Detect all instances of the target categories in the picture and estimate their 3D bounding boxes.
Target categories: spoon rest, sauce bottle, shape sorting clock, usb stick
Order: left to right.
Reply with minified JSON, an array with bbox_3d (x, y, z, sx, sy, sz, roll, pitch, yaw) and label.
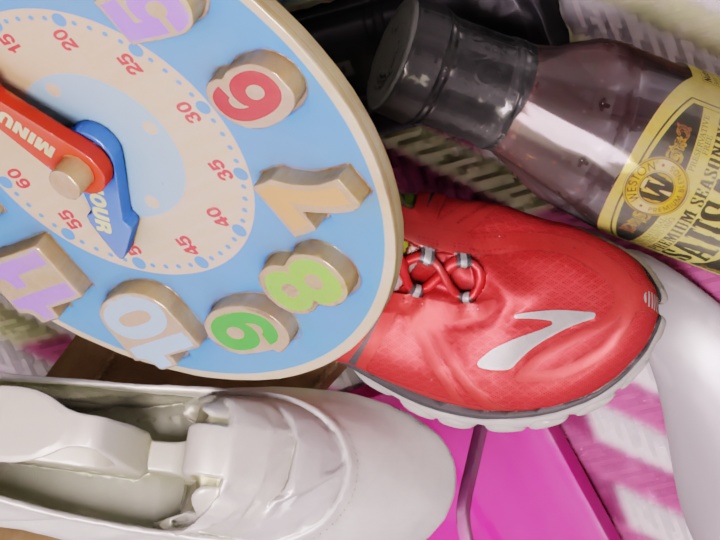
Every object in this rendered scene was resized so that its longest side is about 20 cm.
[{"bbox_3d":[-0.079,-0.038,0.884,0.200,0.039,0.200,23,145,17],"label":"shape sorting clock"},{"bbox_3d":[-0.024,-0.065,1.016,0.200,0.033,0.055,-14,125,18],"label":"usb stick"},{"bbox_3d":[0.100,-0.038,0.969,0.200,0.066,0.066,17,122,-14],"label":"sauce bottle"},{"bbox_3d":[0.139,0.058,1.050,0.099,0.061,0.200,-30,123,26],"label":"spoon rest"}]

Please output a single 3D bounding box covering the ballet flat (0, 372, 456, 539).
[{"bbox_3d":[-0.069,0.064,0.963,0.200,0.069,0.069,6,120,5],"label":"ballet flat"}]

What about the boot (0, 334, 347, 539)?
[{"bbox_3d":[-0.116,0.056,1.050,0.175,0.066,0.200,34,83,27],"label":"boot"}]

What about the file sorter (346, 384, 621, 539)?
[{"bbox_3d":[-0.011,0.141,1.077,0.200,0.125,0.139,-21,114,21],"label":"file sorter"}]

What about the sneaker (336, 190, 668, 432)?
[{"bbox_3d":[0.000,0.000,0.955,0.200,0.085,0.077,13,79,16],"label":"sneaker"}]
